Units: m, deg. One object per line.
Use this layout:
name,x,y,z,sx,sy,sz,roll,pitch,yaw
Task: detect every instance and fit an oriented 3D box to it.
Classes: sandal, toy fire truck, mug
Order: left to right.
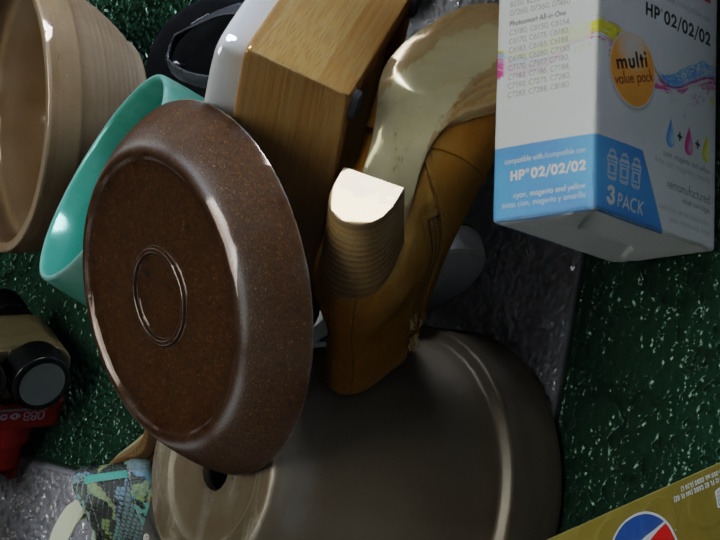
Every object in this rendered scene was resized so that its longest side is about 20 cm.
toy fire truck,-0.316,0.117,1.796,0.129,0.175,0.201,47,131,46
mug,-0.118,-0.023,1.588,0.152,0.114,0.185,-48,22,29
sandal,-0.085,-0.148,1.667,0.200,0.043,0.076,4,84,52

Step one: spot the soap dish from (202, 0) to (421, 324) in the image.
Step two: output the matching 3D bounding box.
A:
soap dish,-0.034,-0.071,1.385,0.157,0.081,0.201,-61,-14,-52

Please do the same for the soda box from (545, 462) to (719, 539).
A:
soda box,0.143,0.163,1.286,0.200,0.064,0.068,-31,58,43

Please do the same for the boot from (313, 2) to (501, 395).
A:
boot,0.032,-0.039,1.357,0.071,0.201,0.144,25,144,17

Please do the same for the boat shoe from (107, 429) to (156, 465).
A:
boat shoe,-0.094,0.105,1.586,0.072,0.072,0.200,-46,5,-34

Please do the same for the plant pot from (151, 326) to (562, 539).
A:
plant pot,-0.016,0.122,1.409,0.200,0.173,0.201,-17,69,49

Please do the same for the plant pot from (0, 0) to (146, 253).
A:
plant pot,-0.207,-0.111,1.752,0.201,0.092,0.202,-179,90,-66

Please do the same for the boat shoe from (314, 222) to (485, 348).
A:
boat shoe,0.000,0.000,1.507,0.200,0.072,0.066,-34,60,52

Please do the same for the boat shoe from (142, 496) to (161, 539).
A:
boat shoe,-0.074,0.205,1.485,0.057,0.067,0.200,-55,49,34

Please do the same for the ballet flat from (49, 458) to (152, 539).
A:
ballet flat,-0.172,0.193,1.616,0.074,0.074,0.200,-121,34,-41

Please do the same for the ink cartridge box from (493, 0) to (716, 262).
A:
ink cartridge box,0.132,-0.115,1.326,0.068,0.115,0.201,-8,75,39

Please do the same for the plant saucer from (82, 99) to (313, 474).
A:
plant saucer,-0.094,0.012,1.320,0.200,0.034,0.201,21,116,52
